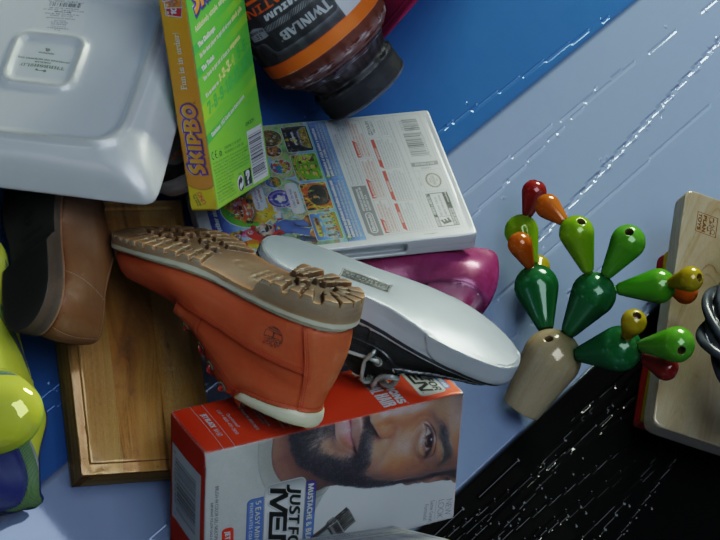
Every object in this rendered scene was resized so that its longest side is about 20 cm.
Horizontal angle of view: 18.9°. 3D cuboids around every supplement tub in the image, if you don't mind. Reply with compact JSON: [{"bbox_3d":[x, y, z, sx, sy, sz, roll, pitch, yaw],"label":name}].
[{"bbox_3d":[-0.053,-0.209,1.608,0.200,0.107,0.107,51,60,-17],"label":"supplement tub"}]

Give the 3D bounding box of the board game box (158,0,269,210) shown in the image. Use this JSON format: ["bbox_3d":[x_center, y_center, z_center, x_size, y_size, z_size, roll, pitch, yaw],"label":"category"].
[{"bbox_3d":[-0.104,-0.150,1.513,0.096,0.030,0.201,-38,125,-64],"label":"board game box"}]

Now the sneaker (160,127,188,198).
[{"bbox_3d":[-0.148,-0.155,1.582,0.079,0.074,0.201,37,38,-53],"label":"sneaker"}]

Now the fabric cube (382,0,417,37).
[{"bbox_3d":[0.019,-0.331,1.667,0.199,0.196,0.200,41,62,-4],"label":"fabric cube"}]

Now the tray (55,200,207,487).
[{"bbox_3d":[-0.166,0.050,1.545,0.098,0.037,0.201,-2,71,-22],"label":"tray"}]

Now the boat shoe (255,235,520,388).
[{"bbox_3d":[0.011,0.045,1.504,0.199,0.068,0.074,21,26,3],"label":"boat shoe"}]

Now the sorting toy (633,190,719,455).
[{"bbox_3d":[0.316,0.067,1.710,0.198,0.070,0.201,19,65,-15],"label":"sorting toy"}]

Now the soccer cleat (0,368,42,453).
[{"bbox_3d":[-0.302,0.072,1.407,0.199,0.084,0.065,16,76,20],"label":"soccer cleat"}]

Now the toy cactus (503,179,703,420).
[{"bbox_3d":[0.165,0.035,1.639,0.200,0.102,0.165,37,102,28],"label":"toy cactus"}]

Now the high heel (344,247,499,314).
[{"bbox_3d":[0.000,0.000,1.591,0.199,0.068,0.096,9,43,19],"label":"high heel"}]

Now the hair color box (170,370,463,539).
[{"bbox_3d":[-0.031,0.137,1.519,0.199,0.111,0.064,-13,32,-26],"label":"hair color box"}]

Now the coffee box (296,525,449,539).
[{"bbox_3d":[-0.022,0.284,1.400,0.199,0.198,0.201,-5,91,-23],"label":"coffee box"}]

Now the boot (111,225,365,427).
[{"bbox_3d":[-0.095,0.035,1.470,0.200,0.108,0.075,24,23,30],"label":"boot"}]

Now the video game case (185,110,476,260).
[{"bbox_3d":[-0.028,-0.059,1.595,0.199,0.018,0.143,-6,45,-13],"label":"video game case"}]

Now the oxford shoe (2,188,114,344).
[{"bbox_3d":[-0.205,-0.037,1.515,0.071,0.071,0.201,23,56,-37],"label":"oxford shoe"}]

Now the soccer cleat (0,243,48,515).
[{"bbox_3d":[-0.254,0.074,1.497,0.084,0.065,0.201,20,56,-47],"label":"soccer cleat"}]

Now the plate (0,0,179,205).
[{"bbox_3d":[-0.219,-0.138,1.510,0.199,0.032,0.201,6,50,7],"label":"plate"}]

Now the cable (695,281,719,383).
[{"bbox_3d":[0.328,0.059,1.639,0.163,0.051,0.200,47,43,-14],"label":"cable"}]
